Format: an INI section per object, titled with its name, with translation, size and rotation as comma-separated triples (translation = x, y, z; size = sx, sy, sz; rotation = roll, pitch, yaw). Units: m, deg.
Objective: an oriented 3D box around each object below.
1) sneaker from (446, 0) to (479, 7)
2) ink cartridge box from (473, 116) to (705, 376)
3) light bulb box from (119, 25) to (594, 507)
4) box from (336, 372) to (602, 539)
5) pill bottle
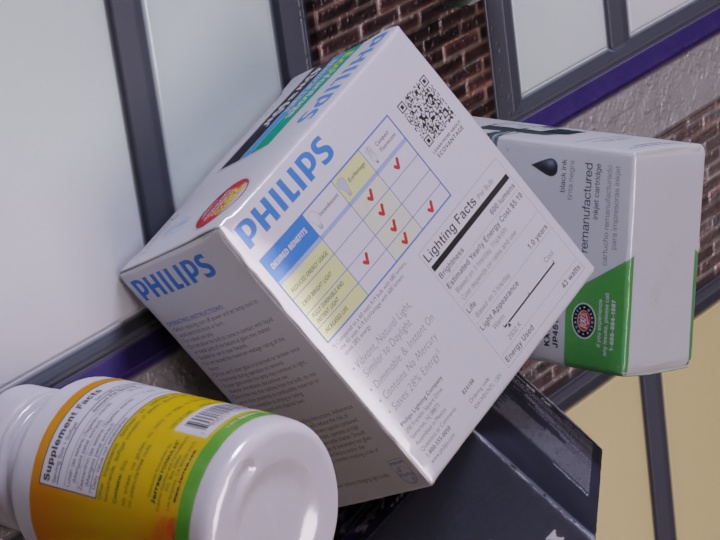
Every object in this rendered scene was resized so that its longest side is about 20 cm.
[sneaker]
translation = 0.053, -0.252, 1.719
size = 0.079, 0.074, 0.201
rotation = -54, 135, -23
[ink cartridge box]
translation = 0.117, -0.019, 1.748
size = 0.083, 0.199, 0.148
rotation = -8, 102, -48
[light bulb box]
translation = 0.000, 0.000, 1.606
size = 0.200, 0.125, 0.198
rotation = 50, 56, -14
[box]
translation = 0.067, 0.156, 1.682
size = 0.148, 0.104, 0.200
rotation = -48, -177, 12
[pill bottle]
translation = -0.120, 0.120, 1.471
size = 0.111, 0.199, 0.112
rotation = -15, 109, -49
